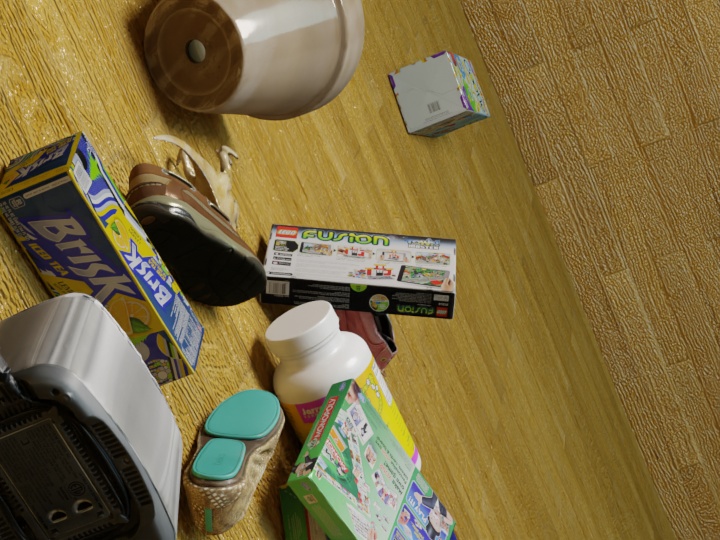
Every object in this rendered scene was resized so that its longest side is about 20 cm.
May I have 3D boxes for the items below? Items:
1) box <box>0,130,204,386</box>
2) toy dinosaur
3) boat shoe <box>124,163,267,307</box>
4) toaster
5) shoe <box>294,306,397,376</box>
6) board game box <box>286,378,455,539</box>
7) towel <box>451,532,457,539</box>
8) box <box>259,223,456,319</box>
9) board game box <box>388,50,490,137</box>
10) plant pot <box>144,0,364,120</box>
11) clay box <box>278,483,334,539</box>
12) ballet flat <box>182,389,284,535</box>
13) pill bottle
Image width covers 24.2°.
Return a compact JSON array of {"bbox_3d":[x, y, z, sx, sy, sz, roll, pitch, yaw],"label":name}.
[{"bbox_3d":[-0.198,-0.002,1.285,0.064,0.070,0.201,-87,153,-58],"label":"box"},{"bbox_3d":[-0.139,-0.079,1.578,0.101,0.058,0.201,-108,178,-50],"label":"toy dinosaur"},{"bbox_3d":[-0.146,-0.035,1.505,0.200,0.075,0.074,48,23,-56],"label":"boat shoe"},{"bbox_3d":[-0.193,0.105,1.097,0.201,0.113,0.129,61,14,-24],"label":"toaster"},{"bbox_3d":[0.003,0.111,1.797,0.072,0.090,0.201,-86,156,-57],"label":"shoe"},{"bbox_3d":[0.015,0.220,1.586,0.200,0.029,0.135,56,37,-24],"label":"board game box"},{"bbox_3d":[0.045,0.289,1.834,0.148,0.049,0.200,61,17,-7],"label":"towel"},{"bbox_3d":[0.000,0.000,1.744,0.110,0.198,0.035,-82,177,-59],"label":"box"},{"bbox_3d":[0.131,-0.285,2.724,0.200,0.104,0.104,-8,78,-75],"label":"board game box"},{"bbox_3d":[-0.123,-0.234,1.671,0.173,0.199,0.201,-32,103,-56],"label":"plant pot"},{"bbox_3d":[-0.011,0.286,1.624,0.200,0.047,0.116,45,30,-55],"label":"clay box"},{"bbox_3d":[-0.111,0.165,1.430,0.200,0.070,0.066,-55,151,-69],"label":"ballet flat"},{"bbox_3d":[-0.022,0.134,1.670,0.104,0.104,0.201,-75,143,-64],"label":"pill bottle"}]
